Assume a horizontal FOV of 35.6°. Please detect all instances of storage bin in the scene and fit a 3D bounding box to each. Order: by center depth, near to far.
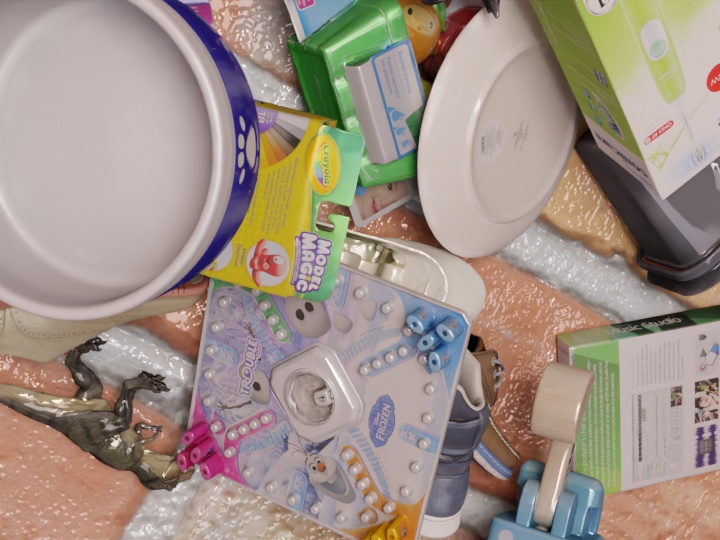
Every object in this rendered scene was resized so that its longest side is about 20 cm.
[{"bbox_3d":[0.274,-0.099,0.875,0.200,0.146,0.134,-44,101,0],"label":"storage bin"}]

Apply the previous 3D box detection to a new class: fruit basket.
[{"bbox_3d":[0.056,-0.151,0.815,0.198,0.094,0.187,-24,116,-15],"label":"fruit basket"}]

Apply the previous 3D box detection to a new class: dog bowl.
[{"bbox_3d":[-0.163,-0.076,0.678,0.197,0.079,0.203,2,99,13],"label":"dog bowl"}]

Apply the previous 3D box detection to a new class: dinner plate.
[{"bbox_3d":[0.114,-0.103,0.829,0.199,0.024,0.203,-23,124,-40],"label":"dinner plate"}]

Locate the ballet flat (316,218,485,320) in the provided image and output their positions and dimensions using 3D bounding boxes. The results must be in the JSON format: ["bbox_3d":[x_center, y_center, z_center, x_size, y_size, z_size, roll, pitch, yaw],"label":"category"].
[{"bbox_3d":[0.000,0.000,0.823,0.197,0.069,0.070,18,101,-4],"label":"ballet flat"}]

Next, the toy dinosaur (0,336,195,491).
[{"bbox_3d":[-0.199,0.100,0.845,0.199,0.048,0.089,30,102,-18],"label":"toy dinosaur"}]

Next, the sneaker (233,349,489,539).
[{"bbox_3d":[-0.001,0.094,0.835,0.200,0.077,0.148,21,119,13],"label":"sneaker"}]

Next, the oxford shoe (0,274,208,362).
[{"bbox_3d":[-0.209,0.024,0.815,0.197,0.071,0.075,-2,124,-12],"label":"oxford shoe"}]

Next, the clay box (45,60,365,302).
[{"bbox_3d":[-0.098,-0.058,0.733,0.197,0.048,0.117,15,102,8],"label":"clay box"}]

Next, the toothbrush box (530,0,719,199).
[{"bbox_3d":[0.203,-0.172,0.737,0.145,0.086,0.201,-37,132,0],"label":"toothbrush box"}]

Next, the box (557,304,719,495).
[{"bbox_3d":[0.268,0.112,0.981,0.197,0.036,0.146,-9,108,-14],"label":"box"}]

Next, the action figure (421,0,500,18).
[{"bbox_3d":[0.039,-0.221,0.711,0.197,0.102,0.121,-9,86,-20],"label":"action figure"}]

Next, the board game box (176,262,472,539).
[{"bbox_3d":[-0.036,0.090,0.793,0.198,0.026,0.203,21,114,20],"label":"board game box"}]

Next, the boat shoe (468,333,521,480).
[{"bbox_3d":[0.078,0.085,0.901,0.072,0.072,0.200,-42,114,-6],"label":"boat shoe"}]

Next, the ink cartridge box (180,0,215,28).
[{"bbox_3d":[-0.195,-0.122,0.778,0.193,0.043,0.203,-6,108,-9],"label":"ink cartridge box"}]

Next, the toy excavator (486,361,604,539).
[{"bbox_3d":[0.154,0.180,0.906,0.099,0.194,0.203,11,85,21],"label":"toy excavator"}]
